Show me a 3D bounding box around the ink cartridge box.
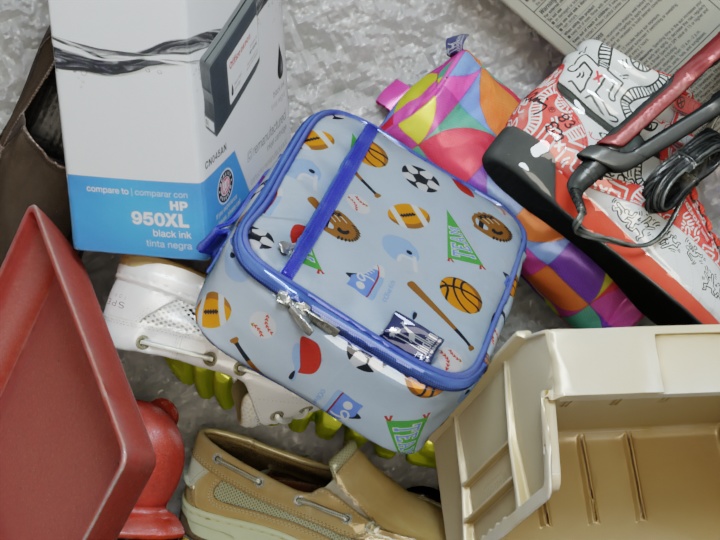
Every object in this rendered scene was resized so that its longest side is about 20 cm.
[{"bbox_3d":[-0.102,-0.127,1.165,0.084,0.145,0.201,5,117,17],"label":"ink cartridge box"}]

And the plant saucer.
[{"bbox_3d":[-0.175,0.102,1.170,0.037,0.200,0.200,8,127,-32],"label":"plant saucer"}]

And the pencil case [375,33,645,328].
[{"bbox_3d":[0.097,-0.044,1.265,0.200,0.088,0.088,44,89,-8],"label":"pencil case"}]

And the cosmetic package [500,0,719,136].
[{"bbox_3d":[0.161,-0.166,1.248,0.200,0.071,0.105,41,126,-9],"label":"cosmetic package"}]

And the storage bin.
[{"bbox_3d":[0.159,0.099,1.163,0.199,0.199,0.094,-1,68,-17],"label":"storage bin"}]

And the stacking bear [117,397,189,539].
[{"bbox_3d":[-0.145,0.172,1.235,0.121,0.113,0.201,5,88,-38],"label":"stacking bear"}]

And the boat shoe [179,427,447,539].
[{"bbox_3d":[-0.008,0.136,1.248,0.199,0.072,0.077,10,109,7],"label":"boat shoe"}]

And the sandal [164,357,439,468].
[{"bbox_3d":[-0.020,0.054,1.270,0.199,0.079,0.088,17,76,-10],"label":"sandal"}]

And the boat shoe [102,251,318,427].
[{"bbox_3d":[-0.050,0.055,1.192,0.199,0.071,0.070,23,85,-8],"label":"boat shoe"}]

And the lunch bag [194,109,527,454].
[{"bbox_3d":[0.000,0.000,1.148,0.160,0.200,0.076,33,122,-3],"label":"lunch bag"}]

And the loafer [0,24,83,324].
[{"bbox_3d":[-0.184,-0.058,1.235,0.073,0.071,0.201,15,93,-8],"label":"loafer"}]

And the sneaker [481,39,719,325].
[{"bbox_3d":[0.174,-0.040,1.210,0.201,0.067,0.108,40,79,-8],"label":"sneaker"}]

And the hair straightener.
[{"bbox_3d":[0.191,-0.076,1.166,0.200,0.041,0.077,-41,94,-17],"label":"hair straightener"}]

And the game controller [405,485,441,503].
[{"bbox_3d":[-0.004,0.223,1.297,0.200,0.042,0.104,-40,98,-3],"label":"game controller"}]
